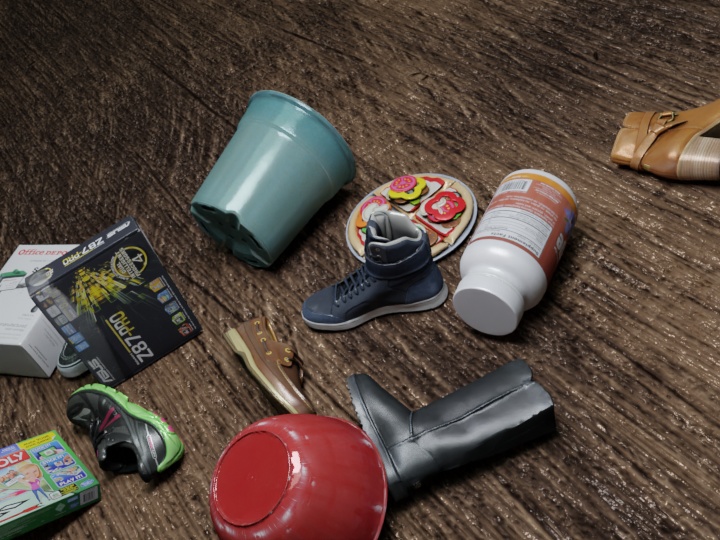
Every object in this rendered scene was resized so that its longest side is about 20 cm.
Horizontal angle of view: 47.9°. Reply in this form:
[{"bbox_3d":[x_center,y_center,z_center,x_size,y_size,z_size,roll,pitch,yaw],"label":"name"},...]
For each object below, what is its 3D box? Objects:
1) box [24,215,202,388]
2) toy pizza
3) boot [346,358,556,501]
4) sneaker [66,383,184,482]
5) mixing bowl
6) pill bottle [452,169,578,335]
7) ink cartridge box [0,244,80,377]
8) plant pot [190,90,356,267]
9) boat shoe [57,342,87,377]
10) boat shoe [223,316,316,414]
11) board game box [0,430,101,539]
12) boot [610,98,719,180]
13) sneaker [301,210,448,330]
[{"bbox_3d":[-0.327,0.047,1.095,0.160,0.201,0.049,-30,41,-10],"label":"box"},{"bbox_3d":[0.071,-0.081,1.182,0.197,0.032,0.202,-12,44,11],"label":"toy pizza"},{"bbox_3d":[0.099,0.147,0.916,0.198,0.066,0.166,-27,51,0],"label":"boot"},{"bbox_3d":[-0.314,0.205,1.024,0.198,0.077,0.084,15,50,35],"label":"sneaker"},{"bbox_3d":[-0.083,0.230,0.841,0.198,0.108,0.202,-17,55,25],"label":"mixing bowl"},{"bbox_3d":[0.192,-0.022,1.015,0.111,0.113,0.201,11,52,31],"label":"pill bottle"},{"bbox_3d":[-0.501,0.056,1.243,0.144,0.085,0.201,0,48,22],"label":"ink cartridge box"},{"bbox_3d":[-0.140,-0.126,1.210,0.199,0.201,0.197,19,64,35],"label":"plant pot"},{"bbox_3d":[-0.394,0.063,1.204,0.073,0.068,0.200,8,51,29],"label":"boat shoe"},{"bbox_3d":[-0.106,0.121,1.025,0.067,0.072,0.200,-35,42,-11],"label":"boat shoe"},{"bbox_3d":[-0.436,0.270,0.977,0.199,0.029,0.134,-17,34,-40],"label":"board game box"},{"bbox_3d":[0.449,-0.206,1.123,0.153,0.074,0.200,14,51,38],"label":"boot"},{"bbox_3d":[0.001,-0.001,1.050,0.200,0.147,0.078,-14,44,10],"label":"sneaker"}]
